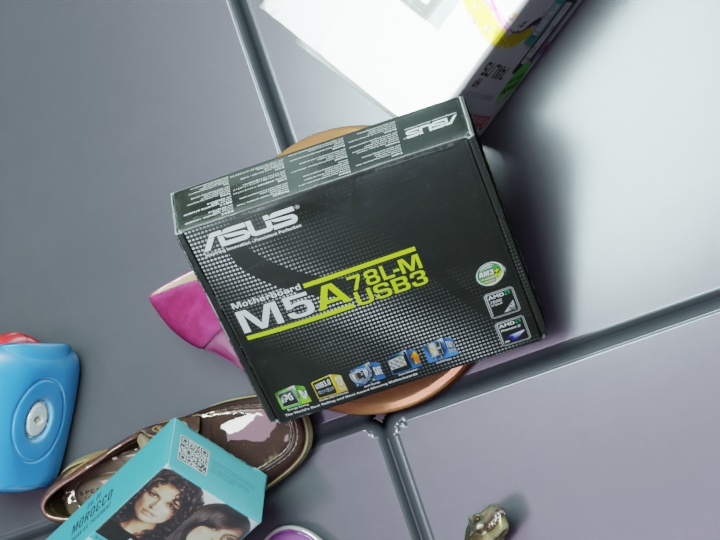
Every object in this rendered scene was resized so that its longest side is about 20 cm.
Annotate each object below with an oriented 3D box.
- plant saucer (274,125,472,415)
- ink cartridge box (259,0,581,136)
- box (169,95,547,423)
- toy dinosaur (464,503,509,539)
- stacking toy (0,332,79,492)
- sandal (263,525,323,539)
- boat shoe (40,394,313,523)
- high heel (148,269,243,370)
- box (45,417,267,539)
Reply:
[{"bbox_3d":[0.000,0.000,1.712,0.200,0.032,0.201,1,92,16],"label":"plant saucer"},{"bbox_3d":[0.062,-0.204,1.631,0.146,0.147,0.200,39,101,11],"label":"ink cartridge box"},{"bbox_3d":[0.002,-0.003,1.605,0.199,0.193,0.048,-17,45,5],"label":"box"},{"bbox_3d":[0.063,0.255,1.693,0.088,0.047,0.200,40,102,26],"label":"toy dinosaur"},{"bbox_3d":[-0.308,0.085,1.776,0.200,0.116,0.110,13,94,29],"label":"stacking toy"},{"bbox_3d":[-0.059,0.279,1.724,0.082,0.050,0.203,13,94,15],"label":"sandal"},{"bbox_3d":[-0.131,0.137,1.730,0.199,0.072,0.072,-16,87,15],"label":"boat shoe"},{"bbox_3d":[-0.059,-0.027,1.678,0.096,0.067,0.200,34,113,2],"label":"high heel"},{"bbox_3d":[-0.157,0.192,1.705,0.082,0.049,0.200,34,122,-21],"label":"box"}]
